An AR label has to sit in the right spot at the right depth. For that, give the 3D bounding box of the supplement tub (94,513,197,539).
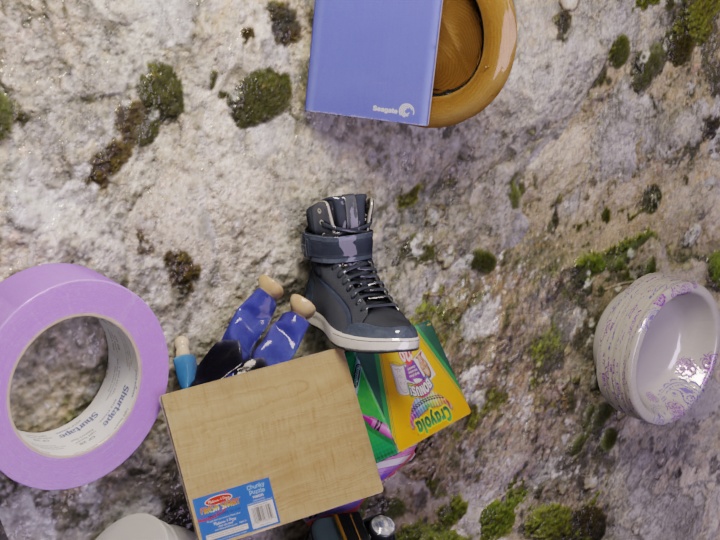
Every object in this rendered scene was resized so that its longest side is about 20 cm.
[{"bbox_3d":[-0.185,0.351,1.289,0.146,0.145,0.200,-53,130,-14],"label":"supplement tub"}]

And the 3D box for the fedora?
[{"bbox_3d":[0.076,-0.256,1.341,0.082,0.197,0.204,-51,148,-74],"label":"fedora"}]

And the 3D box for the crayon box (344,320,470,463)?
[{"bbox_3d":[0.039,0.134,1.390,0.199,0.058,0.120,-14,78,-62],"label":"crayon box"}]

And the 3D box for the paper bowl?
[{"bbox_3d":[0.399,0.103,1.742,0.199,0.104,0.204,-15,114,-36],"label":"paper bowl"}]

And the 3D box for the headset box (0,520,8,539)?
[{"bbox_3d":[-0.369,0.197,1.078,0.074,0.148,0.203,-28,121,-29],"label":"headset box"}]

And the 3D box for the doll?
[{"bbox_3d":[-0.130,0.102,1.281,0.201,0.135,0.049,-58,176,-25],"label":"doll"}]

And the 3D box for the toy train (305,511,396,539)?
[{"bbox_3d":[-0.022,0.353,1.445,0.112,0.086,0.202,-1,134,-24],"label":"toy train"}]

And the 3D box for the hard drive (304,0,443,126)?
[{"bbox_3d":[0.017,-0.258,1.292,0.025,0.130,0.203,-57,154,-76],"label":"hard drive"}]

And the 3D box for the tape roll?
[{"bbox_3d":[-0.280,0.099,1.180,0.198,0.065,0.203,-15,114,-38],"label":"tape roll"}]

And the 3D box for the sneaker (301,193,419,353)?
[{"bbox_3d":[-0.002,0.000,1.300,0.076,0.202,0.149,-2,104,-30],"label":"sneaker"}]

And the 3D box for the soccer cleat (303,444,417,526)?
[{"bbox_3d":[0.003,0.216,1.463,0.200,0.066,0.077,-48,131,-14],"label":"soccer cleat"}]

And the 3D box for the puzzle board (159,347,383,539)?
[{"bbox_3d":[-0.086,0.172,1.241,0.197,0.017,0.153,-13,82,-24],"label":"puzzle board"}]
